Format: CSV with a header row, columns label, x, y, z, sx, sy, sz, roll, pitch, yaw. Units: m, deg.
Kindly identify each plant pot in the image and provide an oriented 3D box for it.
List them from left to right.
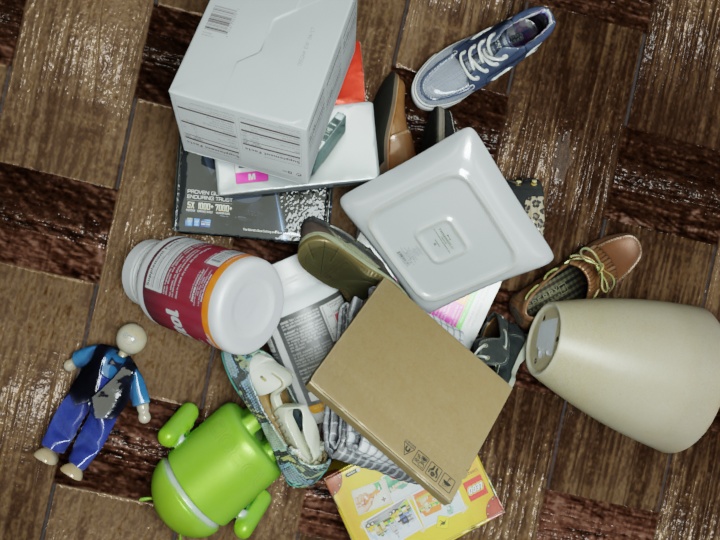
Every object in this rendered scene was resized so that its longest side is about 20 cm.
label,x,y,z,sx,sy,sz,roll,pitch,yaw
plant pot,0.316,0.110,1.013,0.196,0.187,0.191,17,90,-11

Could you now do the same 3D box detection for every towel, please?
label,x,y,z,sx,sy,sz,roll,pitch,yaw
towel,0.039,0.141,0.967,0.164,0.085,0.204,26,57,-35

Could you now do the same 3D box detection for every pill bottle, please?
label,x,y,z,sx,sy,sz,roll,pitch,yaw
pill bottle,-0.196,0.023,0.974,0.197,0.112,0.115,15,90,38
pill bottle,-0.062,0.081,1.026,0.114,0.116,0.204,-21,93,-4

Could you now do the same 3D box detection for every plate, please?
label,x,y,z,sx,sy,sz,roll,pitch,yaw
plate,0.099,-0.043,0.965,0.198,0.033,0.201,-24,116,31

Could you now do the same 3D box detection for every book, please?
label,x,y,z,sx,sy,sz,roll,pitch,yaw
book,0.080,0.008,1.074,0.197,0.048,0.136,26,90,-3

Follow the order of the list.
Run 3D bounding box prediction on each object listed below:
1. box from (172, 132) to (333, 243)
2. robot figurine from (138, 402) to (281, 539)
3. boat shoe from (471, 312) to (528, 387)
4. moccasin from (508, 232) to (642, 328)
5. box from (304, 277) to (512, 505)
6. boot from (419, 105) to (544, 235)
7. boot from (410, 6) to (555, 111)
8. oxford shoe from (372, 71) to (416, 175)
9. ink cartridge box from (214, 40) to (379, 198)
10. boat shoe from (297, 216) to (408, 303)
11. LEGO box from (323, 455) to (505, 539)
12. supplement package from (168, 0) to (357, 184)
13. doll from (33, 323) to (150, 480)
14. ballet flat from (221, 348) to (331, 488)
label,x,y,z,sx,sy,sz,roll,pitch,yaw
box,-0.131,-0.122,1.032,0.195,0.086,0.168,6,90,-5
robot figurine,-0.178,0.250,1.019,0.199,0.116,0.176,-40,99,-3
boat shoe,0.160,0.122,1.021,0.068,0.200,0.072,47,125,-4
moccasin,0.291,0.010,1.073,0.198,0.078,0.075,-23,90,-9
box,0.059,0.128,0.893,0.199,0.021,0.164,40,57,-2
boot,0.158,-0.114,1.057,0.147,0.073,0.204,2,67,-15
boot,0.156,-0.280,1.052,0.198,0.090,0.074,-33,94,-4
oxford shoe,0.045,-0.158,1.054,0.070,0.071,0.205,10,76,-24
ink cartridge box,-0.082,-0.186,0.972,0.195,0.044,0.178,-6,91,-5
boat shoe,-0.001,0.000,0.998,0.071,0.067,0.200,-31,132,27
LEGO box,0.066,0.286,1.060,0.197,0.077,0.151,-26,93,-4
supplement package,-0.102,-0.226,0.906,0.152,0.111,0.203,15,65,4
doll,-0.331,0.162,1.038,0.134,0.048,0.203,27,83,4
ballet flat,-0.094,0.159,0.965,0.073,0.074,0.202,-30,88,-4
